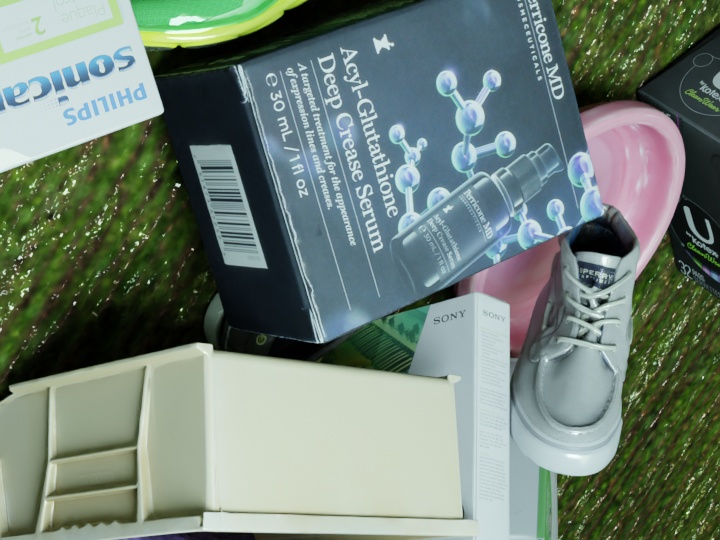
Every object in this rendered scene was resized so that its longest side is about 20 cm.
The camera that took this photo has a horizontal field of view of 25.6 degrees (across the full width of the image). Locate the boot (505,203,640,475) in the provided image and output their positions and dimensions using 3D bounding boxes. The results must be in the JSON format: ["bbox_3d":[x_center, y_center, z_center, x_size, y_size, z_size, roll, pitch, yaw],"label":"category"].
[{"bbox_3d":[0.133,0.033,0.972,0.073,0.200,0.096,9,121,2],"label":"boot"}]

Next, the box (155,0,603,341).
[{"bbox_3d":[0.013,-0.067,0.871,0.200,0.107,0.149,-24,105,-29],"label":"box"}]

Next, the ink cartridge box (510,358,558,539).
[{"bbox_3d":[0.094,0.178,1.104,0.084,0.146,0.200,1,139,9],"label":"ink cartridge box"}]

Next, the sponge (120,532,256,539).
[{"bbox_3d":[-0.061,0.191,1.026,0.200,0.112,0.030,-2,130,-40],"label":"sponge"}]

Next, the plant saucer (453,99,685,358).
[{"bbox_3d":[0.135,-0.033,1.079,0.200,0.051,0.201,-29,142,-26],"label":"plant saucer"}]

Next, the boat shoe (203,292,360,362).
[{"bbox_3d":[0.000,0.000,0.988,0.201,0.061,0.072,-36,135,-17],"label":"boat shoe"}]

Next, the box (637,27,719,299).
[{"bbox_3d":[0.307,-0.065,1.147,0.124,0.149,0.200,-37,137,-14],"label":"box"}]

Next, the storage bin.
[{"bbox_3d":[-0.075,0.108,0.890,0.200,0.198,0.094,9,73,-44],"label":"storage bin"}]

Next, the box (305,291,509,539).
[{"bbox_3d":[0.027,0.124,0.966,0.036,0.144,0.200,22,62,-41],"label":"box"}]

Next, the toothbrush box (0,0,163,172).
[{"bbox_3d":[-0.188,-0.138,0.659,0.145,0.086,0.200,-23,108,-28],"label":"toothbrush box"}]

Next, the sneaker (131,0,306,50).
[{"bbox_3d":[-0.051,-0.177,0.830,0.200,0.074,0.084,-32,110,-16],"label":"sneaker"}]
